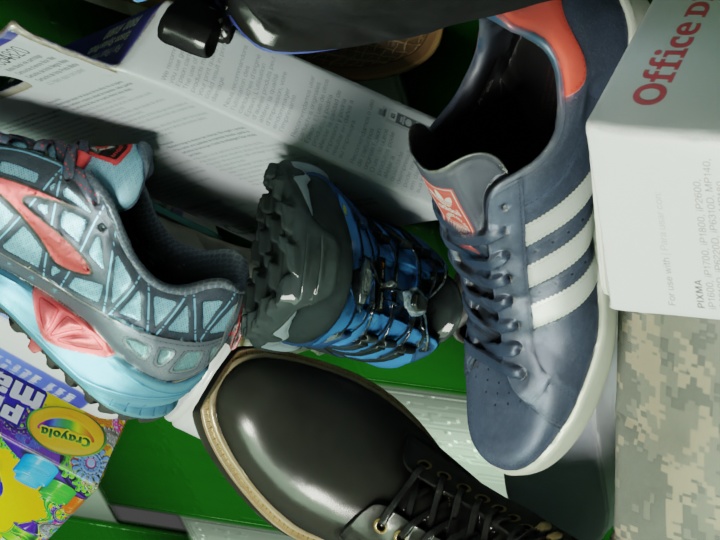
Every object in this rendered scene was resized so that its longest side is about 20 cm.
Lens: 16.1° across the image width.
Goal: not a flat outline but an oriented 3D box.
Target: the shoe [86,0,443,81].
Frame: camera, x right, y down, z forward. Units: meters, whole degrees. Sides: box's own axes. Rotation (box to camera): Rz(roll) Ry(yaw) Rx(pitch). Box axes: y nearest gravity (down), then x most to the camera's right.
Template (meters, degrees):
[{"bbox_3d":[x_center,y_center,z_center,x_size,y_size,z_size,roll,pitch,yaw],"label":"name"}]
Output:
[{"bbox_3d":[-0.061,-0.129,1.041,0.198,0.053,0.070,15,107,-2],"label":"shoe"}]

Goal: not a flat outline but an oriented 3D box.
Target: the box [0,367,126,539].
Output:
[{"bbox_3d":[-0.230,0.050,1.321,0.199,0.123,0.193,28,147,-11],"label":"box"}]

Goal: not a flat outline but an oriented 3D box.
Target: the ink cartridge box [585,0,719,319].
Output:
[{"bbox_3d":[0.196,-0.049,0.905,0.198,0.148,0.086,6,128,22],"label":"ink cartridge box"}]

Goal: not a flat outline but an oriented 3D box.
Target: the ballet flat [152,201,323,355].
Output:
[{"bbox_3d":[-0.063,0.010,1.138,0.198,0.064,0.067,18,169,-9],"label":"ballet flat"}]

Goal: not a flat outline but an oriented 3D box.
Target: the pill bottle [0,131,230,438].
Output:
[{"bbox_3d":[-0.136,0.001,1.207,0.199,0.113,0.112,29,146,-12],"label":"pill bottle"}]

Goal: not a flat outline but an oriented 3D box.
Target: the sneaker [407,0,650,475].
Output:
[{"bbox_3d":[0.053,-0.017,0.974,0.084,0.202,0.075,-4,-163,-40],"label":"sneaker"}]

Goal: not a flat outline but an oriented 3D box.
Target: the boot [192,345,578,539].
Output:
[{"bbox_3d":[0.035,0.100,1.058,0.199,0.078,0.138,35,167,-19],"label":"boot"}]

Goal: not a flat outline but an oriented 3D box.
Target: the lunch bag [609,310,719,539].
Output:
[{"bbox_3d":[0.207,0.044,1.000,0.199,0.117,0.165,12,114,31],"label":"lunch bag"}]

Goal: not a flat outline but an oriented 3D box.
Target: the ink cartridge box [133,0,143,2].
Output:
[{"bbox_3d":[-0.083,-0.214,0.838,0.084,0.145,0.200,-11,136,38],"label":"ink cartridge box"}]

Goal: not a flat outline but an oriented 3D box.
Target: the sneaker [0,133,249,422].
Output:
[{"bbox_3d":[-0.127,-0.032,1.048,0.200,0.079,0.095,40,113,-19],"label":"sneaker"}]

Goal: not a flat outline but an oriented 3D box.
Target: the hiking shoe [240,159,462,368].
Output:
[{"bbox_3d":[0.000,0.000,1.009,0.086,0.075,0.200,9,179,1],"label":"hiking shoe"}]

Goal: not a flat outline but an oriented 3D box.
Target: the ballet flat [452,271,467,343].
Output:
[{"bbox_3d":[0.134,0.017,1.125,0.198,0.057,0.067,1,143,28],"label":"ballet flat"}]

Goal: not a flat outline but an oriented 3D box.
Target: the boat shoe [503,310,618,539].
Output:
[{"bbox_3d":[0.091,0.029,1.087,0.068,0.057,0.201,15,130,22],"label":"boat shoe"}]

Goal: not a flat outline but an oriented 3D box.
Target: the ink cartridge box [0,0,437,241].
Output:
[{"bbox_3d":[-0.080,-0.066,1.063,0.199,0.041,0.199,21,168,-23],"label":"ink cartridge box"}]

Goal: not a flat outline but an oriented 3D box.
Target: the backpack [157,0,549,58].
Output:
[{"bbox_3d":[0.020,-0.179,0.754,0.199,0.192,0.154,-13,163,-26],"label":"backpack"}]
